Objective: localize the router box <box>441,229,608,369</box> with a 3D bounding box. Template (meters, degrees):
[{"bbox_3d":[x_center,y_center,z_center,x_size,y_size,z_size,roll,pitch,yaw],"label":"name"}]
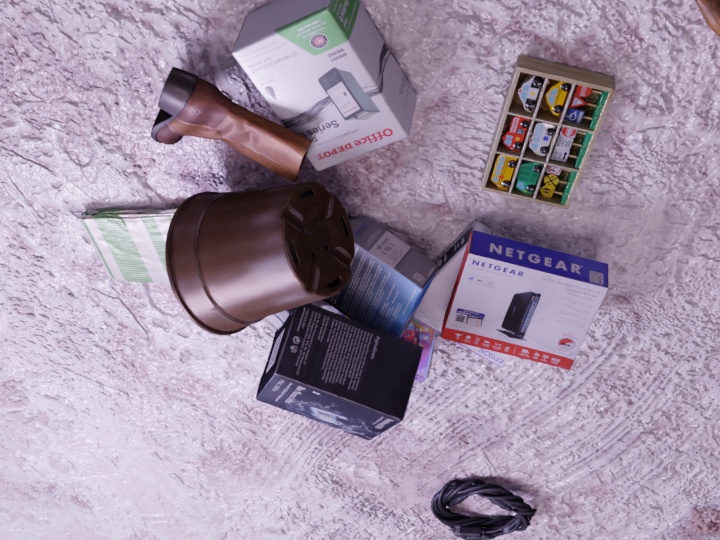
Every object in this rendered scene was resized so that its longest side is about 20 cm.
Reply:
[{"bbox_3d":[0.227,0.044,1.421,0.196,0.049,0.181,13,136,2],"label":"router box"}]

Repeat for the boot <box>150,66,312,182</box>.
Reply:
[{"bbox_3d":[-0.164,-0.174,1.300,0.197,0.069,0.188,25,155,-10],"label":"boot"}]

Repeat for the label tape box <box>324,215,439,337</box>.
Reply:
[{"bbox_3d":[0.000,0.000,1.469,0.198,0.063,0.145,34,137,8],"label":"label tape box"}]

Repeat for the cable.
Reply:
[{"bbox_3d":[0.236,0.449,1.909,0.196,0.051,0.165,-8,128,24],"label":"cable"}]

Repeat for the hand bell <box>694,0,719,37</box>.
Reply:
[{"bbox_3d":[0.449,-0.240,1.135,0.199,0.105,0.104,40,132,-10],"label":"hand bell"}]

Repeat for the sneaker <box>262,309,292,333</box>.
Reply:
[{"bbox_3d":[-0.153,0.037,1.547,0.070,0.074,0.201,-17,130,23],"label":"sneaker"}]

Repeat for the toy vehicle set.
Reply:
[{"bbox_3d":[0.233,-0.171,1.279,0.122,0.027,0.202,12,137,0],"label":"toy vehicle set"}]

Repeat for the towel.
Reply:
[{"bbox_3d":[-0.316,-0.038,1.545,0.196,0.024,0.154,-2,135,13],"label":"towel"}]

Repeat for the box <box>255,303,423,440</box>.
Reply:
[{"bbox_3d":[-0.036,0.153,1.488,0.197,0.119,0.197,20,159,-7],"label":"box"}]

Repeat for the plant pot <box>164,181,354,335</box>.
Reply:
[{"bbox_3d":[-0.126,-0.024,1.360,0.195,0.203,0.201,-10,134,36],"label":"plant pot"}]

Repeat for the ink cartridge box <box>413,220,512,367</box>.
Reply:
[{"bbox_3d":[0.191,0.041,1.494,0.196,0.044,0.200,29,134,-16],"label":"ink cartridge box"}]

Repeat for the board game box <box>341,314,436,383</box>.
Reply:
[{"bbox_3d":[0.037,0.138,1.630,0.155,0.039,0.202,10,136,3],"label":"board game box"}]

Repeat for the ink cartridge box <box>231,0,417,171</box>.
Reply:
[{"bbox_3d":[-0.039,-0.237,1.230,0.144,0.085,0.201,-17,130,28],"label":"ink cartridge box"}]
